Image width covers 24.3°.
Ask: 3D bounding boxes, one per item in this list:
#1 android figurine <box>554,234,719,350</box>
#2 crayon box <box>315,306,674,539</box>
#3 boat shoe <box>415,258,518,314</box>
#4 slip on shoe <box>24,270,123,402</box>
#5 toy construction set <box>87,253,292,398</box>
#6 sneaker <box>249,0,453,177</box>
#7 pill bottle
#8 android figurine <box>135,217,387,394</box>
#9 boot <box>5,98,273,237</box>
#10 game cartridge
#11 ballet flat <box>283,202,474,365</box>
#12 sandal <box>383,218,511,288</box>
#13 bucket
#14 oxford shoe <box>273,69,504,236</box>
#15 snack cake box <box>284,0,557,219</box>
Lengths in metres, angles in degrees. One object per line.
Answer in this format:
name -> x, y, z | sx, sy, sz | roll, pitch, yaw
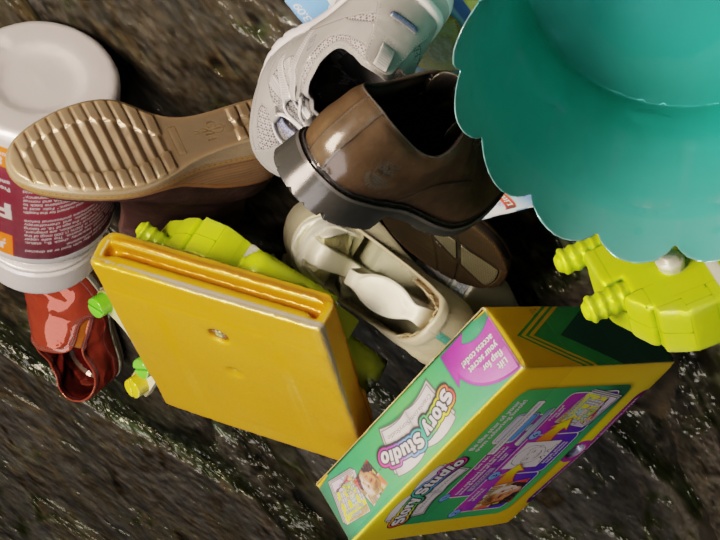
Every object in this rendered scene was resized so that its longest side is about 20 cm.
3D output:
android figurine -> 0.211, -0.024, 0.940 | 0.200, 0.182, 0.041 | -20, 130, 0
crayon box -> 0.094, 0.106, 1.163 | 0.173, 0.058, 0.200 | 3, 138, -45
boat shoe -> 0.086, 0.053, 1.244 | 0.072, 0.070, 0.201 | 33, 160, 36
slip on shoe -> -0.256, 0.041, 1.441 | 0.074, 0.061, 0.200 | 13, 142, 21
toy construction set -> -0.134, 0.023, 1.312 | 0.200, 0.092, 0.131 | -18, 102, 36
sneaker -> -0.023, -0.104, 0.971 | 0.075, 0.082, 0.200 | 32, 146, -7
pill bottle -> -0.236, -0.077, 1.229 | 0.114, 0.114, 0.200 | 22, 144, 6
android figurine -> -0.081, 0.031, 1.192 | 0.200, 0.041, 0.182 | 35, 152, -10
boot -> -0.154, -0.055, 1.162 | 0.200, 0.072, 0.166 | -11, 160, -22
game cartridge -> -0.082, 0.059, 1.169 | 0.176, 0.032, 0.200 | 16, 152, 20
ballet flat -> 0.000, 0.000, 1.165 | 0.200, 0.069, 0.069 | 34, 154, 37
sandal -> 0.029, -0.068, 1.131 | 0.200, 0.055, 0.082 | 41, 155, 6
bucket -> 0.159, -0.121, 0.876 | 0.207, 0.135, 0.207 | 10, 133, 11
oxford shoe -> 0.043, -0.068, 0.922 | 0.084, 0.200, 0.073 | -44, 73, 25
snack cake box -> 0.063, -0.127, 1.015 | 0.115, 0.067, 0.200 | -15, 128, 42
